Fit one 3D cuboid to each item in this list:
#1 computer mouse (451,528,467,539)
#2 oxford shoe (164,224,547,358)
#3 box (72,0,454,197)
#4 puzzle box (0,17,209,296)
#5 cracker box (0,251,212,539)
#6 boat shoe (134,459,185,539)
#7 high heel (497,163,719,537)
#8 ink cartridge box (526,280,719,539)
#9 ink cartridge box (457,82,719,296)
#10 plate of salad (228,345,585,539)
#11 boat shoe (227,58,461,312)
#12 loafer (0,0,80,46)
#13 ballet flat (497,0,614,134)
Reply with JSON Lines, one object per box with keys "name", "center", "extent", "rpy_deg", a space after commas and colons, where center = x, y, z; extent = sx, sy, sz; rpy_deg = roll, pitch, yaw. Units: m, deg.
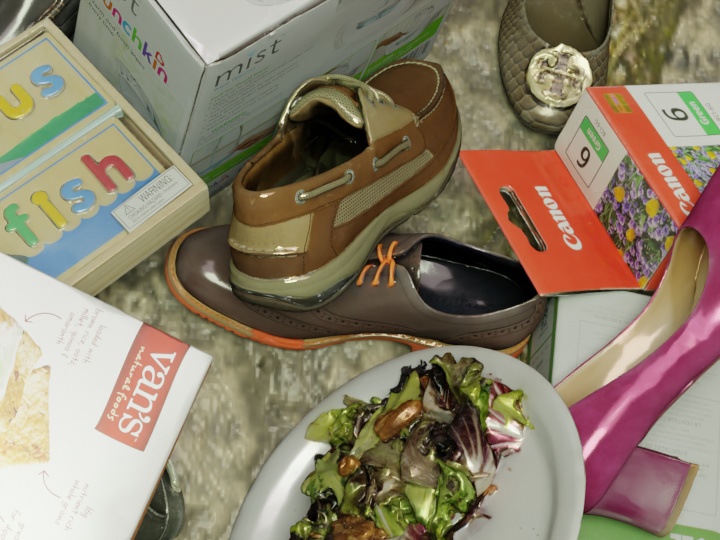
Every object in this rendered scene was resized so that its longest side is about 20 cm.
{"name": "computer mouse", "center": [0.028, 0.180, 0.853], "extent": [0.138, 0.053, 0.201], "rpy_deg": [-30, 42, 18]}
{"name": "oxford shoe", "center": [0.000, 0.000, 0.943], "extent": [0.198, 0.073, 0.072], "rpy_deg": [7, 65, -11]}
{"name": "box", "center": [-0.041, -0.139, 0.939], "extent": [0.200, 0.177, 0.097], "rpy_deg": [-35, 78, -24]}
{"name": "puzzle box", "center": [-0.188, -0.023, 0.866], "extent": [0.200, 0.025, 0.133], "rpy_deg": [-38, 69, -20]}
{"name": "cracker box", "center": [-0.181, 0.057, 0.783], "extent": [0.199, 0.058, 0.135], "rpy_deg": [26, 72, -9]}
{"name": "boat shoe", "center": [-0.148, 0.052, 0.895], "extent": [0.063, 0.071, 0.201], "rpy_deg": [2, 52, -48]}
{"name": "high heel", "center": [0.133, 0.023, 0.884], "extent": [0.095, 0.067, 0.201], "rpy_deg": [21, 89, -12]}
{"name": "ink cartridge box", "center": [0.135, 0.113, 0.931], "extent": [0.103, 0.059, 0.201], "rpy_deg": [11, 64, -8]}
{"name": "ink cartridge box", "center": [0.162, -0.047, 0.977], "extent": [0.199, 0.050, 0.109], "rpy_deg": [-4, 50, -31]}
{"name": "plate of salad", "center": [0.011, 0.116, 0.844], "extent": [0.048, 0.199, 0.201], "rpy_deg": [45, 54, -39]}
{"name": "boat shoe", "center": [-0.005, -0.060, 0.916], "extent": [0.075, 0.074, 0.200], "rpy_deg": [6, 36, 23]}
{"name": "loafer", "center": [-0.172, -0.148, 0.960], "extent": [0.073, 0.073, 0.200], "rpy_deg": [34, 57, 29]}
{"name": "ballet flat", "center": [0.125, -0.171, 1.064], "extent": [0.067, 0.046, 0.201], "rpy_deg": [19, 63, -6]}
